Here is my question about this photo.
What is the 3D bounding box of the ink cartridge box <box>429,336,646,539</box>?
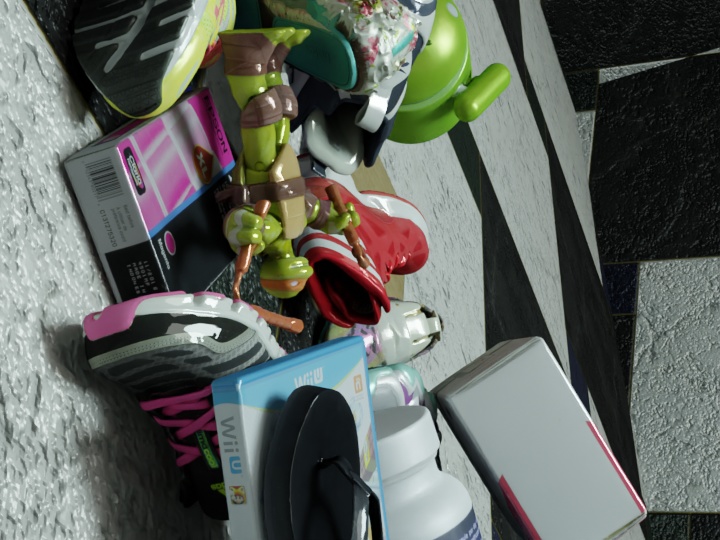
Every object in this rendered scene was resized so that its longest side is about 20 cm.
[{"bbox_3d":[0.128,0.134,0.979,0.148,0.082,0.200,58,-3,3],"label":"ink cartridge box"}]

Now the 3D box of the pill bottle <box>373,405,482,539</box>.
[{"bbox_3d":[0.025,0.194,0.799,0.116,0.114,0.203,-35,110,-73],"label":"pill bottle"}]

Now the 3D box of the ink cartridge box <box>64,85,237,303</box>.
[{"bbox_3d":[-0.101,-0.045,0.731,0.200,0.037,0.096,-64,137,-70],"label":"ink cartridge box"}]

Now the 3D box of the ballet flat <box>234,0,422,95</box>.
[{"bbox_3d":[-0.038,-0.165,0.807,0.199,0.064,0.076,37,-34,36],"label":"ballet flat"}]

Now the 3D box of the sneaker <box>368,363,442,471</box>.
[{"bbox_3d":[0.026,0.148,0.913,0.200,0.077,0.142,34,43,-66],"label":"sneaker"}]

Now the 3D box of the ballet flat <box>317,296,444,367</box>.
[{"bbox_3d":[0.026,0.049,1.012,0.200,0.070,0.070,-11,90,-74],"label":"ballet flat"}]

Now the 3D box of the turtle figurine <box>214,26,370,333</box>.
[{"bbox_3d":[-0.047,-0.054,0.737,0.200,0.064,0.164,-21,107,-68],"label":"turtle figurine"}]

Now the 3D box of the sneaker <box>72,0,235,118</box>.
[{"bbox_3d":[-0.103,-0.143,0.731,0.201,0.077,0.091,-88,159,-46],"label":"sneaker"}]

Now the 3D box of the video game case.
[{"bbox_3d":[-0.020,0.143,0.644,0.143,0.018,0.203,-13,96,-65],"label":"video game case"}]

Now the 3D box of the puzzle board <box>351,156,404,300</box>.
[{"bbox_3d":[-0.002,-0.070,1.126,0.152,0.017,0.201,-84,154,-49],"label":"puzzle board"}]

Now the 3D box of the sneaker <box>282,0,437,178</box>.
[{"bbox_3d":[-0.029,-0.126,0.889,0.079,0.198,0.131,23,78,-37],"label":"sneaker"}]

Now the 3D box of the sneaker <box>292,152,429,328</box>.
[{"bbox_3d":[0.000,0.000,0.951,0.199,0.078,0.117,24,46,-54],"label":"sneaker"}]

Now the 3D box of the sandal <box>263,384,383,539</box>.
[{"bbox_3d":[-0.007,0.154,0.595,0.076,0.042,0.203,11,74,-65],"label":"sandal"}]

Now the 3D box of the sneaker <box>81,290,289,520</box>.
[{"bbox_3d":[-0.071,0.077,0.650,0.200,0.073,0.089,47,34,-57],"label":"sneaker"}]

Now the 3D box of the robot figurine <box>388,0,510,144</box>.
[{"bbox_3d":[0.042,-0.187,1.163,0.175,0.116,0.200,36,-6,14],"label":"robot figurine"}]
